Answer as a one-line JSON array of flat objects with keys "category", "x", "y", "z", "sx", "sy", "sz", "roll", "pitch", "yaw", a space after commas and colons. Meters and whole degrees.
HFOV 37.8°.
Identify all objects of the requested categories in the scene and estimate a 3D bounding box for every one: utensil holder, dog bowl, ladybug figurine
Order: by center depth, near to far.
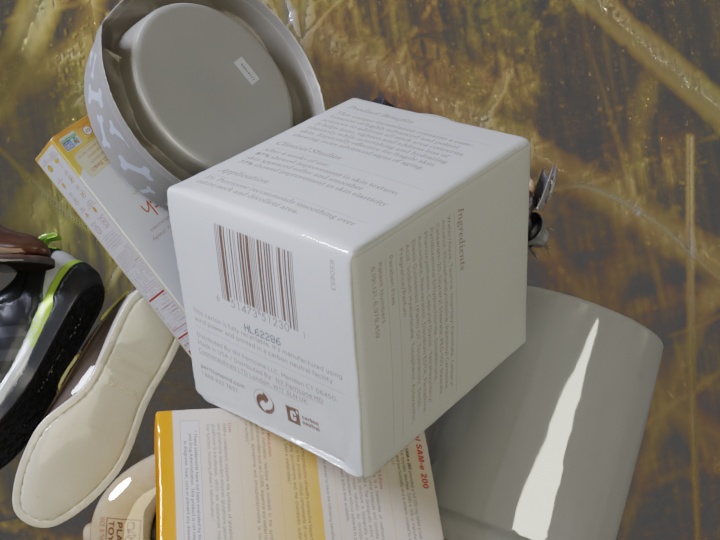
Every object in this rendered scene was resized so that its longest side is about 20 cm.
[{"category": "dog bowl", "x": -0.120, "y": -0.130, "z": 0.801, "sx": 0.198, "sy": 0.058, "sz": 0.204, "roll": 21, "pitch": 56, "yaw": -34}, {"category": "ladybug figurine", "x": -0.117, "y": 0.201, "z": 0.825, "sx": 0.196, "sy": 0.072, "sz": 0.139, "roll": 5, "pitch": 88, "yaw": -15}, {"category": "utensil holder", "x": 0.143, "y": 0.133, "z": 0.846, "sx": 0.167, "sy": 0.170, "sz": 0.203, "roll": 22, "pitch": 78, "yaw": -12}]

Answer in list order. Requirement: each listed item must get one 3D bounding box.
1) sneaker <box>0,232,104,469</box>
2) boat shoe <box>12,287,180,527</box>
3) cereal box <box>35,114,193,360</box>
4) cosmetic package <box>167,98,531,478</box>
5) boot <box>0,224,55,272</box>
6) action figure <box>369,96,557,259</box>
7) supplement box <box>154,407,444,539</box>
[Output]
[{"category": "sneaker", "x": -0.273, "y": 0.067, "z": 0.805, "sx": 0.082, "sy": 0.072, "sz": 0.202, "roll": 28, "pitch": 80, "yaw": 13}, {"category": "boat shoe", "x": -0.203, "y": 0.101, "z": 0.814, "sx": 0.071, "sy": 0.059, "sz": 0.202, "roll": 32, "pitch": 82, "yaw": -22}, {"category": "cereal box", "x": -0.134, "y": -0.046, "z": 0.815, "sx": 0.201, "sy": 0.039, "sz": 0.144, "roll": 52, "pitch": 46, "yaw": -7}, {"category": "cosmetic package", "x": 0.000, "y": 0.000, "z": 0.732, "sx": 0.199, "sy": 0.165, "sz": 0.169, "roll": -32, "pitch": 129, "yaw": -41}, {"category": "boot", "x": -0.295, "y": -0.107, "z": 0.778, "sx": 0.183, "sy": 0.064, "sz": 0.204, "roll": 10, "pitch": 82, "yaw": 6}, {"category": "action figure", "x": 0.085, "y": -0.070, "z": 0.893, "sx": 0.198, "sy": 0.069, "sz": 0.132, "roll": 30, "pitch": 74, "yaw": -15}, {"category": "supplement box", "x": -0.047, "y": 0.168, "z": 0.749, "sx": 0.196, "sy": 0.074, "sz": 0.128, "roll": 0, "pitch": 56, "yaw": -12}]
